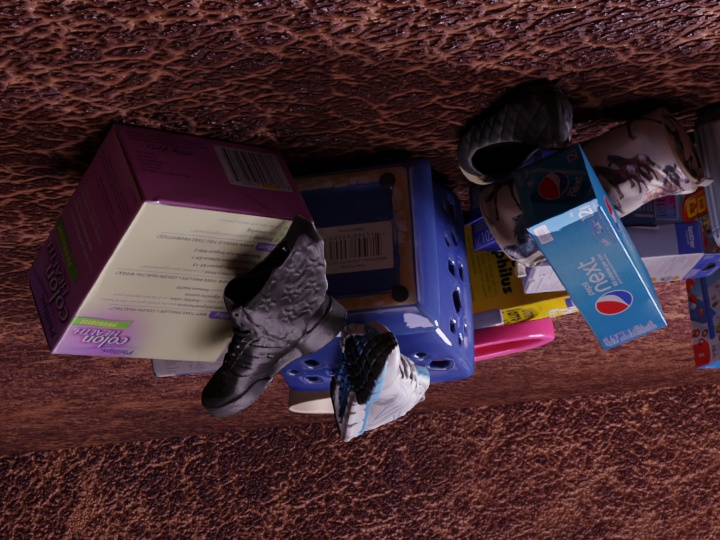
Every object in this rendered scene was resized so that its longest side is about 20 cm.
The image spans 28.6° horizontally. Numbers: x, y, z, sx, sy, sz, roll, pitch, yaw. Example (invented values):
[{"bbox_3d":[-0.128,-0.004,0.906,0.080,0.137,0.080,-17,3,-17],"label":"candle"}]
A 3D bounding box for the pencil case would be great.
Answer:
[{"bbox_3d":[0.211,-0.072,1.278,0.200,0.090,0.078,-25,178,22],"label":"pencil case"}]

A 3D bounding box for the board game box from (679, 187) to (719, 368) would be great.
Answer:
[{"bbox_3d":[0.409,-0.011,1.466,0.056,0.197,0.200,0,167,-16],"label":"board game box"}]

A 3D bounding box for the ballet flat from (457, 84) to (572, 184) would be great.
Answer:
[{"bbox_3d":[0.130,-0.108,1.248,0.066,0.057,0.200,0,167,-13],"label":"ballet flat"}]

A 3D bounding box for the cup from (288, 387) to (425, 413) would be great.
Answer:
[{"bbox_3d":[-0.010,0.125,2.063,0.199,0.144,0.200,-4,167,-1],"label":"cup"}]

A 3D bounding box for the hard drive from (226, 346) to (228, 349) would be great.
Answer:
[{"bbox_3d":[-0.053,0.022,1.601,0.200,0.026,0.132,-45,153,15],"label":"hard drive"}]

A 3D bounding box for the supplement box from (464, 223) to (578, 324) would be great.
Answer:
[{"bbox_3d":[0.153,0.005,1.606,0.199,0.110,0.109,-13,166,10],"label":"supplement box"}]

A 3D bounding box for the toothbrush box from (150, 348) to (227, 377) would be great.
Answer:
[{"bbox_3d":[-0.153,0.067,1.754,0.146,0.086,0.200,-7,-176,25],"label":"toothbrush box"}]

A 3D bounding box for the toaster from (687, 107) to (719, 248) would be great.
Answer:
[{"bbox_3d":[0.384,-0.087,1.268,0.199,0.130,0.114,-11,165,30],"label":"toaster"}]

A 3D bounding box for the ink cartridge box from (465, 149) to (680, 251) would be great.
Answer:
[{"bbox_3d":[0.202,-0.066,1.429,0.199,0.077,0.136,4,165,-26],"label":"ink cartridge box"}]

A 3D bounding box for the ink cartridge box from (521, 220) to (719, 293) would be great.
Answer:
[{"bbox_3d":[0.265,-0.014,1.421,0.199,0.042,0.119,-3,167,1],"label":"ink cartridge box"}]

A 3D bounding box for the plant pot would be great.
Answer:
[{"bbox_3d":[0.000,0.000,1.392,0.199,0.201,0.180,-6,162,10],"label":"plant pot"}]

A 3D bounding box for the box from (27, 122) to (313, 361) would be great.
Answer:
[{"bbox_3d":[-0.174,-0.019,1.271,0.175,0.097,0.200,5,135,-38],"label":"box"}]

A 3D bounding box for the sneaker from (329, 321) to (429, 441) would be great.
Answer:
[{"bbox_3d":[0.025,0.095,1.314,0.086,0.075,0.200,-11,159,-12],"label":"sneaker"}]

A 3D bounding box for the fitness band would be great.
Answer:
[{"bbox_3d":[0.117,0.081,1.579,0.199,0.038,0.144,-12,167,11],"label":"fitness band"}]

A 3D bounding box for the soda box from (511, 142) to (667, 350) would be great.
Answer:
[{"bbox_3d":[0.200,-0.016,1.223,0.064,0.068,0.200,-23,138,15],"label":"soda box"}]

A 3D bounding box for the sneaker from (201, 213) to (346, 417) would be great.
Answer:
[{"bbox_3d":[-0.093,0.045,1.263,0.200,0.060,0.104,-36,122,19],"label":"sneaker"}]
